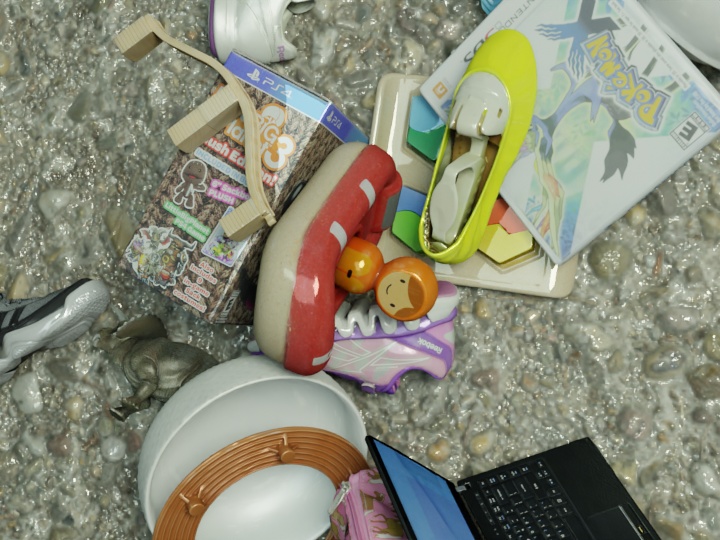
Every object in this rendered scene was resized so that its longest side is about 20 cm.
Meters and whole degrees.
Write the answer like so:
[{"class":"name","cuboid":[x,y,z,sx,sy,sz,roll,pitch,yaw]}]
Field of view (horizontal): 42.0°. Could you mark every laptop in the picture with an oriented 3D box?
[{"class":"laptop","cuboid":[0.127,0.186,0.704,0.199,0.104,0.178,-16,39,-10]}]

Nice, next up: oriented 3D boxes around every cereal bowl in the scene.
[{"class":"cereal bowl","cuboid":[-0.098,0.155,0.805,0.200,0.200,0.083,-51,37,5]}]

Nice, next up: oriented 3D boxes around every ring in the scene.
[{"class":"ring","cuboid":[-0.076,0.219,0.790,0.201,0.200,0.019,-50,38,5]}]

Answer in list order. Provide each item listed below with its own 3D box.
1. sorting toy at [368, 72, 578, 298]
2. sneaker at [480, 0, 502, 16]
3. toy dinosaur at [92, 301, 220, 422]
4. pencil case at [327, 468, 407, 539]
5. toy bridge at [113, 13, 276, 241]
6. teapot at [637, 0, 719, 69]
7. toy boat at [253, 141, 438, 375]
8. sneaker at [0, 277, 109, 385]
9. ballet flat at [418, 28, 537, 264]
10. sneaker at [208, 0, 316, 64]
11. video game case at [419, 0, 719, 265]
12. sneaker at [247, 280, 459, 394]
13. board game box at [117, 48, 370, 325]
[{"class":"sorting toy","cuboid":[0.100,-0.079,0.833,0.199,0.036,0.186,8,88,13]},{"class":"sneaker","cuboid":[0.152,-0.314,0.820,0.076,0.081,0.201,13,109,11]},{"class":"toy dinosaur","cuboid":[-0.165,0.104,0.858,0.199,0.077,0.103,27,59,0]},{"class":"pencil case","cuboid":[0.023,0.227,0.708,0.086,0.200,0.083,7,104,-9]},{"class":"toy bridge","cuboid":[-0.116,-0.118,0.724,0.067,0.027,0.201,-34,76,9]},{"class":"teapot","cuboid":[0.292,-0.227,0.746,0.196,0.201,0.146,17,133,-20]},{"class":"toy boat","cuboid":[0.000,0.000,0.749,0.130,0.131,0.200,24,51,10]},{"class":"sneaker","cuboid":[-0.342,0.035,0.901,0.199,0.075,0.114,-31,83,13]},{"class":"ballet flat","cuboid":[0.092,-0.097,0.764,0.067,0.067,0.201,24,108,27]},{"class":"sneaker","cuboid":[-0.087,-0.290,0.880,0.099,0.075,0.201,5,92,-1]},{"class":"video game case","cuboid":[0.168,-0.137,0.764,0.182,0.022,0.200,-43,75,28]},{"class":"sneaker","cuboid":[-0.003,0.072,0.831,0.199,0.081,0.089,-11,103,15]},{"class":"board game box","cuboid":[-0.093,-0.062,0.812,0.097,0.159,0.201,30,94,12]}]
